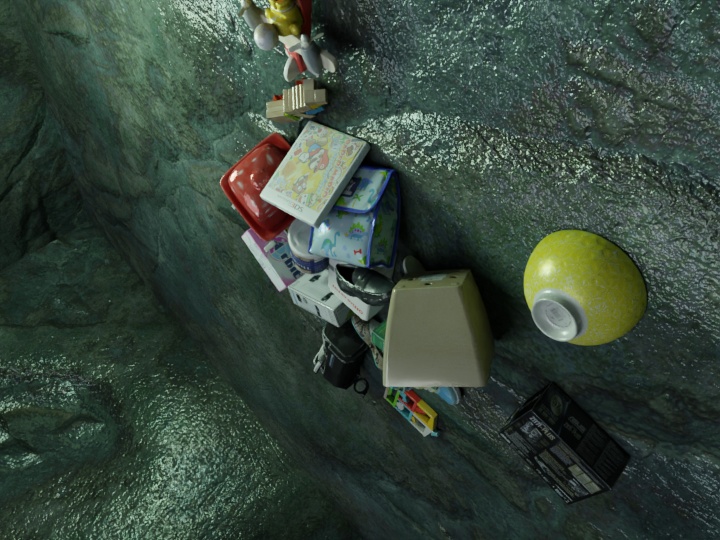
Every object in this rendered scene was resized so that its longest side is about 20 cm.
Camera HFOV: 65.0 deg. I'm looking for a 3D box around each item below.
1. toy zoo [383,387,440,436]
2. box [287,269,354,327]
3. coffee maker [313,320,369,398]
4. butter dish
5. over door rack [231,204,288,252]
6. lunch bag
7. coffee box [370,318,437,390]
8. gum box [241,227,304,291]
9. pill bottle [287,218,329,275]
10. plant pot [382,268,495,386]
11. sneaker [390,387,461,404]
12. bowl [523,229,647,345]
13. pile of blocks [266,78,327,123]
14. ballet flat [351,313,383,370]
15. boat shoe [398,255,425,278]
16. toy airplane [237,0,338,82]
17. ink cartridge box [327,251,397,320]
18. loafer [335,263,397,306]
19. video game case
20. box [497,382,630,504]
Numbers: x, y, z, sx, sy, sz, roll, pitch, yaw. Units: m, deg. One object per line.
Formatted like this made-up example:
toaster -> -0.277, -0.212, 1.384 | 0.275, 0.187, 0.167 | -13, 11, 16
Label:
toy zoo -> 0.151, 0.397, 1.616 | 0.199, 0.020, 0.132 | 40, 148, 22
box -> -0.090, 0.066, 1.516 | 0.198, 0.116, 0.061 | 20, 138, 42
coffee maker -> -0.036, 0.250, 1.649 | 0.189, 0.136, 0.201 | 24, 147, 3
butter dish -> -0.218, -0.201, 1.306 | 0.201, 0.199, 0.148 | 51, -177, 3
over door rack -> -0.222, -0.132, 1.459 | 0.066, 0.200, 0.149 | -40, 86, 19
lunch bag -> -0.010, -0.118, 1.172 | 0.167, 0.126, 0.205 | 14, 98, 33
coffee box -> 0.135, 0.172, 1.305 | 0.199, 0.122, 0.045 | 35, 143, 32
gum box -> -0.235, -0.059, 1.593 | 0.202, 0.113, 0.066 | 55, 150, -5
pill bottle -> -0.122, -0.055, 1.416 | 0.111, 0.111, 0.200 | 46, 166, 11
plant pot -> 0.149, 0.101, 1.099 | 0.195, 0.200, 0.181 | -4, 103, 19
sneaker -> 0.146, 0.278, 1.389 | 0.200, 0.130, 0.080 | 46, 149, 12
bowl -> 0.334, 0.048, 0.900 | 0.199, 0.107, 0.203 | 35, 146, 29
pile of blocks -> -0.123, -0.360, 1.180 | 0.198, 0.081, 0.064 | 0, 92, 50
ballet flat -> 0.049, 0.186, 1.511 | 0.074, 0.068, 0.202 | -8, 122, 33
boat shoe -> 0.128, 0.057, 1.244 | 0.061, 0.075, 0.202 | -6, 126, 44
toy airplane -> -0.136, -0.433, 1.032 | 0.198, 0.141, 0.202 | -2, 121, 55
ink cartridge box -> 0.000, 0.000, 1.351 | 0.146, 0.082, 0.202 | 40, 147, 23
loafer -> 0.009, 0.026, 1.212 | 0.199, 0.068, 0.071 | 14, 140, 53
video game case -> -0.098, -0.205, 1.174 | 0.180, 0.202, 0.023 | 28, 172, 36
box -> 0.403, 0.352, 1.141 | 0.200, 0.086, 0.165 | 44, 150, 15
